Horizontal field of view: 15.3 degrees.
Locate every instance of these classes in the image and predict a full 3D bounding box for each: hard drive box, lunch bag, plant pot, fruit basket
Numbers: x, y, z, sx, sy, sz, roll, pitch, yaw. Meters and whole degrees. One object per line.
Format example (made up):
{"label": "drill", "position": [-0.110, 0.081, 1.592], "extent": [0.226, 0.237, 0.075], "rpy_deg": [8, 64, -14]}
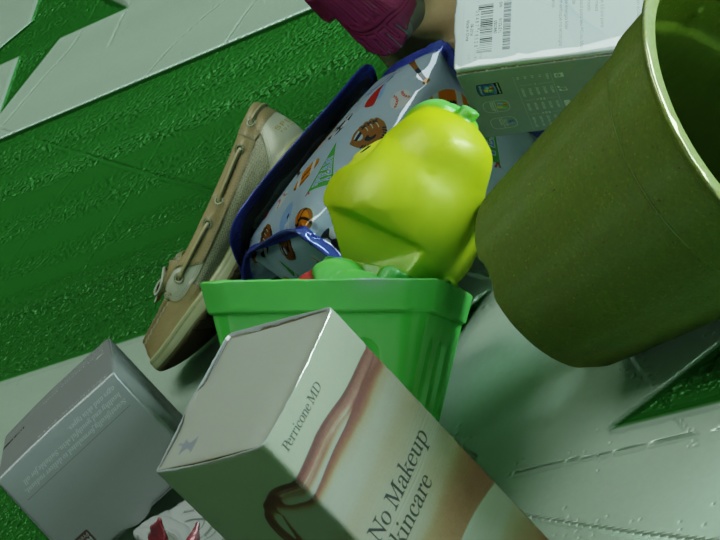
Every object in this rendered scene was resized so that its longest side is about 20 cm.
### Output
{"label": "hard drive box", "position": [0.163, -0.176, 1.649], "extent": [0.199, 0.077, 0.156], "rpy_deg": [-6, 58, 16]}
{"label": "lunch bag", "position": [0.007, -0.048, 1.765], "extent": [0.170, 0.124, 0.200], "rpy_deg": [-51, 10, -15]}
{"label": "plant pot", "position": [0.168, -0.039, 1.482], "extent": [0.190, 0.200, 0.200], "rpy_deg": [-38, 23, 39]}
{"label": "fruit basket", "position": [0.000, 0.000, 1.555], "extent": [0.155, 0.216, 0.216], "rpy_deg": [-1, 39, 9]}

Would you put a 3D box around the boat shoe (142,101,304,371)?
{"label": "boat shoe", "position": [-0.099, -0.021, 1.867], "extent": [0.201, 0.063, 0.073], "rpy_deg": [-57, -13, 20]}

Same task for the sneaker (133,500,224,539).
{"label": "sneaker", "position": [-0.064, 0.162, 1.601], "extent": [0.099, 0.078, 0.200], "rpy_deg": [-45, 27, -11]}

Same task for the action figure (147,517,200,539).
{"label": "action figure", "position": [-0.130, 0.235, 1.530], "extent": [0.149, 0.133, 0.201], "rpy_deg": [-172, 104, -88]}

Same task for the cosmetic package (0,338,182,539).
{"label": "cosmetic package", "position": [-0.172, 0.117, 1.746], "extent": [0.107, 0.090, 0.200], "rpy_deg": [-43, 5, -3]}

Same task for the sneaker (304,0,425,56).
{"label": "sneaker", "position": [0.003, -0.211, 1.818], "extent": [0.088, 0.081, 0.200], "rpy_deg": [-45, 27, -1]}

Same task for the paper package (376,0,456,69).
{"label": "paper package", "position": [0.122, -0.190, 1.828], "extent": [0.191, 0.103, 0.200], "rpy_deg": [-50, 26, -14]}

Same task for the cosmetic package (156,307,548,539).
{"label": "cosmetic package", "position": [0.000, 0.126, 1.419], "extent": [0.087, 0.200, 0.104], "rpy_deg": [-17, 37, 44]}
